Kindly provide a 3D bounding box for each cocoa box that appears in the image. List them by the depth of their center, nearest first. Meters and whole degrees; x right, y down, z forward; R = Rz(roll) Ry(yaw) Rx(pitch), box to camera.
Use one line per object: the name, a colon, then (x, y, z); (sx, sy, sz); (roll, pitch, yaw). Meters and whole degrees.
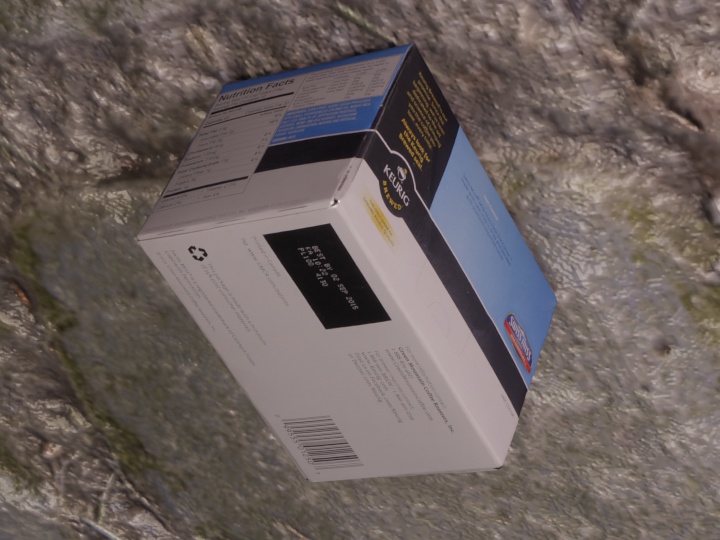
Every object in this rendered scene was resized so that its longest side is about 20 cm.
cocoa box: (0.000, 0.000, 0.963); (0.133, 0.131, 0.200); (-8, 130, 32)
